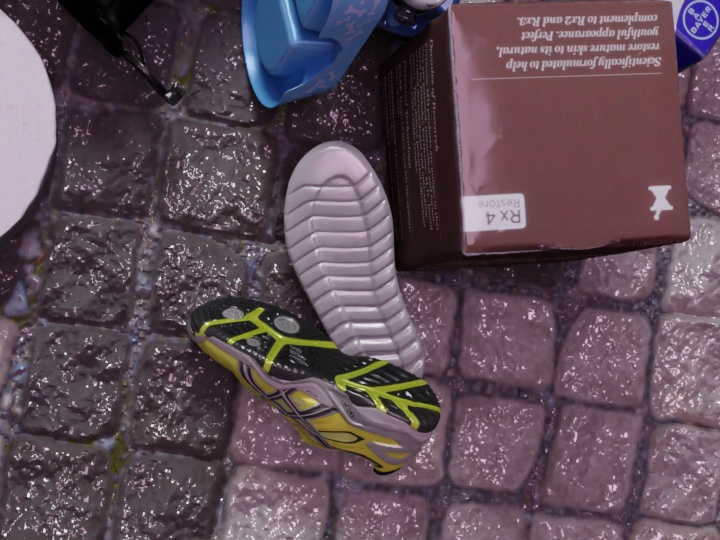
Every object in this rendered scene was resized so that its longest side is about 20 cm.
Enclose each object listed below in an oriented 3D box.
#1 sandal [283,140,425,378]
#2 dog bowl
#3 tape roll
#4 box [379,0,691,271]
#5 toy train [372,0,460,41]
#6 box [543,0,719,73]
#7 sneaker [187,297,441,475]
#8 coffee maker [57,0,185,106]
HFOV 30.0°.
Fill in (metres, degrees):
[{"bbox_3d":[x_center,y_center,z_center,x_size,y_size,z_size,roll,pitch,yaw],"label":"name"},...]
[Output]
[{"bbox_3d":[-0.007,0.002,1.020,0.082,0.050,0.205,-14,103,2],"label":"sandal"},{"bbox_3d":[-0.032,-0.194,0.949,0.049,0.200,0.113,-6,71,-23],"label":"dog bowl"},{"bbox_3d":[-0.314,-0.101,0.945,0.198,0.066,0.203,1,87,-12],"label":"tape roll"},{"bbox_3d":[0.117,-0.090,0.972,0.164,0.200,0.166,-3,87,-13],"label":"box"},{"bbox_3d":[0.042,-0.228,0.966,0.086,0.200,0.115,21,93,-13],"label":"toy train"},{"bbox_3d":[0.220,-0.285,1.053,0.199,0.105,0.185,37,80,-8],"label":"box"},{"bbox_3d":[-0.043,0.089,0.990,0.199,0.075,0.077,28,122,6],"label":"sneaker"},{"bbox_3d":[-0.140,-0.262,0.973,0.200,0.134,0.193,-44,120,-10],"label":"coffee maker"}]
